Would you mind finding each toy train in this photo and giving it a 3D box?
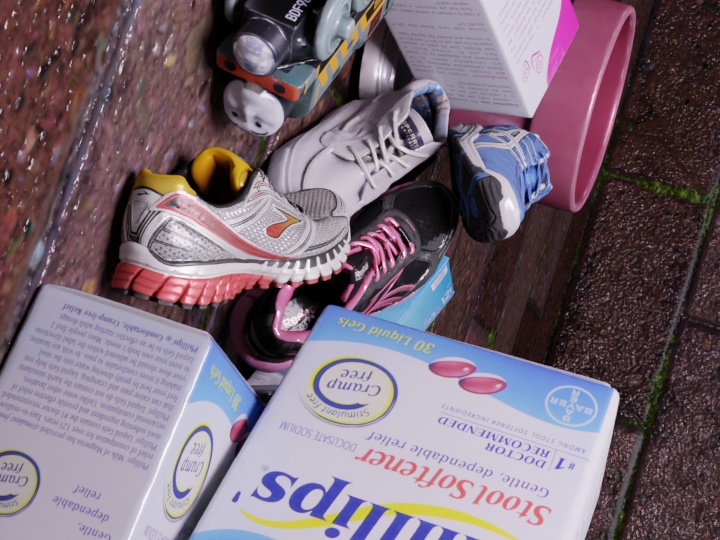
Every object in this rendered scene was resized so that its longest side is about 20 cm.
[{"bbox_3d":[-0.027,-0.170,0.843,0.114,0.085,0.201,103,12,-50],"label":"toy train"}]

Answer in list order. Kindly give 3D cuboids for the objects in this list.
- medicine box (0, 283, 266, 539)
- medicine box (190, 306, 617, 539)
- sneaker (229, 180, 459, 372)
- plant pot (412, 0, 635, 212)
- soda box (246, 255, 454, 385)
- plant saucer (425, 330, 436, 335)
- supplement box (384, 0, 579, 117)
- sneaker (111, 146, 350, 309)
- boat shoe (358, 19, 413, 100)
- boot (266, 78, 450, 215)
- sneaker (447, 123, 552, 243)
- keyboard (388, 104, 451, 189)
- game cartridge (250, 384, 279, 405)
[{"bbox_3d":[-0.138,0.140,0.719,0.182,0.102,0.201,68,40,-66],"label":"medicine box"},{"bbox_3d":[0.026,0.141,0.733,0.103,0.181,0.201,91,21,-43],"label":"medicine box"},{"bbox_3d":[0.000,0.000,0.947,0.200,0.079,0.095,-39,-179,-18],"label":"sneaker"},{"bbox_3d":[0.148,-0.172,1.262,0.200,0.178,0.202,16,90,-75],"label":"plant pot"},{"bbox_3d":[-0.014,0.061,1.025,0.200,0.068,0.064,-50,157,-16],"label":"soda box"},{"bbox_3d":[-0.008,0.120,1.073,0.037,0.199,0.201,47,50,-25],"label":"plant saucer"},{"bbox_3d":[0.077,-0.220,0.987,0.102,0.103,0.200,-60,140,-26],"label":"supplement box"},{"bbox_3d":[-0.066,-0.032,0.804,0.200,0.077,0.083,-16,115,-59],"label":"sneaker"},{"bbox_3d":[0.057,-0.211,1.110,0.072,0.068,0.201,87,24,-51],"label":"boat shoe"},{"bbox_3d":[0.005,-0.088,0.967,0.074,0.095,0.200,58,29,-18],"label":"boot"},{"bbox_3d":[0.107,-0.077,1.005,0.200,0.076,0.076,-90,173,-69],"label":"sneaker"},{"bbox_3d":[0.047,-0.135,1.129,0.127,0.021,0.201,-42,-158,48],"label":"keyboard"},{"bbox_3d":[-0.032,0.135,0.932,0.041,0.198,0.134,-93,-176,-50],"label":"game cartridge"}]
